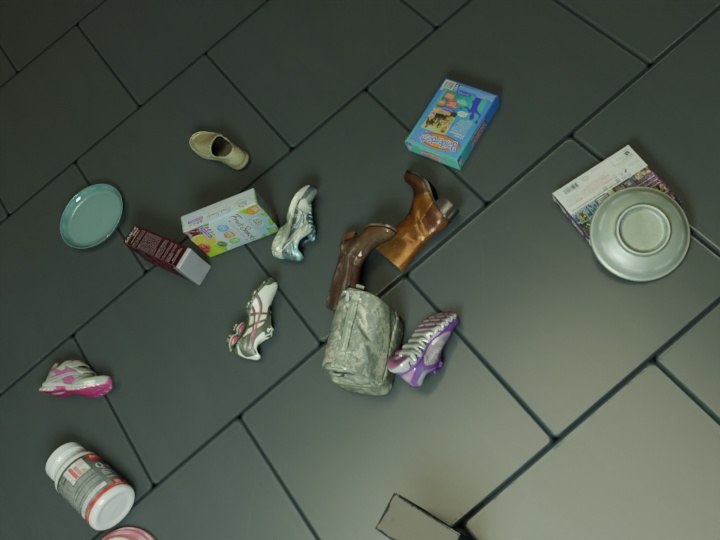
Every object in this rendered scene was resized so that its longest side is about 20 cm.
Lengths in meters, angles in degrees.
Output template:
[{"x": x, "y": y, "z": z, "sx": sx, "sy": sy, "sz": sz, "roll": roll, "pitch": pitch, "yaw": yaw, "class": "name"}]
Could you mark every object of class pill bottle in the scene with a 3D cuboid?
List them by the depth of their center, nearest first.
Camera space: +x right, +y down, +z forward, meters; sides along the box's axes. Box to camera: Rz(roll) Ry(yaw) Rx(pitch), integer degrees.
[{"x": -0.615, "y": 0.482, "z": 1.726, "sx": 0.200, "sy": 0.116, "sz": 0.116, "roll": 30, "pitch": 79, "yaw": 28, "class": "pill bottle"}]

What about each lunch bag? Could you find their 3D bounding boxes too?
[{"x": -0.001, "y": 0.149, "z": 1.628, "sx": 0.139, "sy": 0.168, "sz": 0.200, "roll": 6, "pitch": 68, "yaw": 22, "class": "lunch bag"}]

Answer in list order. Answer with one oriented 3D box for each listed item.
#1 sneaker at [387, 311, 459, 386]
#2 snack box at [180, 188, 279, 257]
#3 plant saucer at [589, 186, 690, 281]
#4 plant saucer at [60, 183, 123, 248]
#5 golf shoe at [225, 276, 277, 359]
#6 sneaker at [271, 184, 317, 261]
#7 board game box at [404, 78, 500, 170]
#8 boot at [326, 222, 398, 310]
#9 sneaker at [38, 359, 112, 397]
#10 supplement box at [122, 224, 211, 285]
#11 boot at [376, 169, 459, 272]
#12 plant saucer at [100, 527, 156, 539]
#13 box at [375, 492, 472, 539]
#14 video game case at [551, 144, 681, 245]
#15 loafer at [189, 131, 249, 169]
[{"x": 0.147, "y": 0.170, "z": 1.624, "sx": 0.200, "sy": 0.089, "sz": 0.080, "roll": -44, "pitch": 16, "yaw": -25, "class": "sneaker"}, {"x": -0.319, "y": -0.115, "z": 1.880, "sx": 0.200, "sy": 0.142, "sz": 0.053, "roll": -20, "pitch": 61, "yaw": 10, "class": "snack box"}, {"x": 0.575, "y": -0.080, "z": 1.562, "sx": 0.200, "sy": 0.050, "sz": 0.200, "roll": -1, "pitch": 81, "yaw": 9, "class": "plant saucer"}, {"x": -0.739, "y": -0.147, "z": 2.114, "sx": 0.200, "sy": 0.027, "sz": 0.200, "roll": -8, "pitch": 63, "yaw": 17, "class": "plant saucer"}, {"x": -0.234, "y": 0.114, "z": 1.796, "sx": 0.088, "sy": 0.077, "sz": 0.200, "roll": 26, "pitch": 79, "yaw": 7, "class": "golf shoe"}, {"x": -0.139, "y": -0.112, "z": 1.865, "sx": 0.086, "sy": 0.078, "sz": 0.200, "roll": 20, "pitch": 81, "yaw": 14, "class": "sneaker"}, {"x": 0.223, "y": -0.357, "z": 1.853, "sx": 0.152, "sy": 0.045, "sz": 0.200, "roll": 27, "pitch": 77, "yaw": 28, "class": "board game box"}, {"x": 0.000, "y": 0.000, "z": 1.732, "sx": 0.186, "sy": 0.064, "sz": 0.200, "roll": -17, "pitch": 52, "yaw": 51, "class": "boot"}, {"x": -0.697, "y": 0.261, "z": 1.879, "sx": 0.200, "sy": 0.081, "sz": 0.088, "roll": -2, "pitch": 67, "yaw": 18, "class": "sneaker"}, {"x": -0.488, "y": -0.040, "z": 1.927, "sx": 0.200, "sy": 0.109, "sz": 0.061, "roll": 21, "pitch": 74, "yaw": 26, "class": "supplement box"}, {"x": 0.108, "y": -0.120, "z": 1.791, "sx": 0.200, "sy": 0.068, "sz": 0.188, "roll": -45, "pitch": 63, "yaw": 8, "class": "boot"}, {"x": -0.521, "y": 0.658, "z": 1.649, "sx": 0.200, "sy": 0.051, "sz": 0.201, "roll": -8, "pitch": 65, "yaw": 17, "class": "plant saucer"}, {"x": 0.128, "y": 0.491, "z": 1.404, "sx": 0.141, "sy": 0.200, "sz": 0.079, "roll": 23, "pitch": 75, "yaw": 28, "class": "box"}, {"x": 0.548, "y": -0.151, "z": 1.644, "sx": 0.200, "sy": 0.036, "sz": 0.181, "roll": -33, "pitch": 61, "yaw": 3, "class": "video game case"}, {"x": -0.386, "y": -0.334, "z": 2.048, "sx": 0.200, "sy": 0.068, "sz": 0.076, "roll": 23, "pitch": 76, "yaw": 27, "class": "loafer"}]
